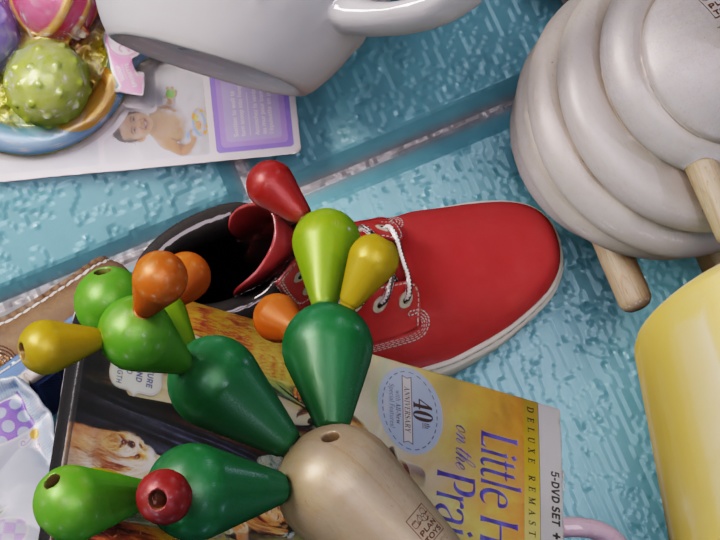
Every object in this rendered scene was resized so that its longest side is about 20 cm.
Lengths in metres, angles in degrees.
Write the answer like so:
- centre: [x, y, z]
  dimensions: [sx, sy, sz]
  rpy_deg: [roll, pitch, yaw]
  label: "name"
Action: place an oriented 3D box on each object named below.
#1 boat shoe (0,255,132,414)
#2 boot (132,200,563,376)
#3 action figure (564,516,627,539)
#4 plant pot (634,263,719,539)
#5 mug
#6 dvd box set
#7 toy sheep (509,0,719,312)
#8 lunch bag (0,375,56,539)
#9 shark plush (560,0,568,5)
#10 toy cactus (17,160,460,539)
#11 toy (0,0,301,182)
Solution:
- centre: [-0.181, 0.047, 1.142]
  dimensions: [0.200, 0.072, 0.072]
  rpy_deg: [-36, 77, -15]
  label: "boat shoe"
- centre: [0.000, 0.000, 1.130]
  dimensions: [0.200, 0.144, 0.073]
  rpy_deg: [-17, 70, -13]
  label: "boot"
- centre: [0.003, 0.117, 1.133]
  dimensions: [0.200, 0.134, 0.149]
  rpy_deg: [21, 41, 23]
  label: "action figure"
- centre: [0.207, 0.092, 1.126]
  dimensions: [0.200, 0.201, 0.189]
  rpy_deg: [-17, 65, -9]
  label: "plant pot"
- centre: [-0.018, -0.163, 1.107]
  dimensions: [0.200, 0.148, 0.176]
  rpy_deg: [15, 87, 32]
  label: "mug"
- centre: [-0.019, 0.086, 1.023]
  dimensions: [0.200, 0.029, 0.147]
  rpy_deg: [17, 43, -12]
  label: "dvd box set"
- centre: [0.131, -0.065, 1.136]
  dimensions: [0.138, 0.200, 0.138]
  rpy_deg: [10, 66, -23]
  label: "toy sheep"
- centre: [-0.188, 0.157, 1.063]
  dimensions: [0.200, 0.170, 0.127]
  rpy_deg: [-22, 62, -10]
  label: "lunch bag"
- centre: [0.098, -0.173, 1.205]
  dimensions: [0.083, 0.091, 0.200]
  rpy_deg: [-18, 84, -5]
  label: "shark plush"
- centre: [-0.029, 0.047, 0.975]
  dimensions: [0.165, 0.102, 0.200]
  rpy_deg: [41, 35, 1]
  label: "toy cactus"
- centre: [-0.129, -0.102, 1.188]
  dimensions: [0.199, 0.047, 0.115]
  rpy_deg: [-5, 78, -8]
  label: "toy"
